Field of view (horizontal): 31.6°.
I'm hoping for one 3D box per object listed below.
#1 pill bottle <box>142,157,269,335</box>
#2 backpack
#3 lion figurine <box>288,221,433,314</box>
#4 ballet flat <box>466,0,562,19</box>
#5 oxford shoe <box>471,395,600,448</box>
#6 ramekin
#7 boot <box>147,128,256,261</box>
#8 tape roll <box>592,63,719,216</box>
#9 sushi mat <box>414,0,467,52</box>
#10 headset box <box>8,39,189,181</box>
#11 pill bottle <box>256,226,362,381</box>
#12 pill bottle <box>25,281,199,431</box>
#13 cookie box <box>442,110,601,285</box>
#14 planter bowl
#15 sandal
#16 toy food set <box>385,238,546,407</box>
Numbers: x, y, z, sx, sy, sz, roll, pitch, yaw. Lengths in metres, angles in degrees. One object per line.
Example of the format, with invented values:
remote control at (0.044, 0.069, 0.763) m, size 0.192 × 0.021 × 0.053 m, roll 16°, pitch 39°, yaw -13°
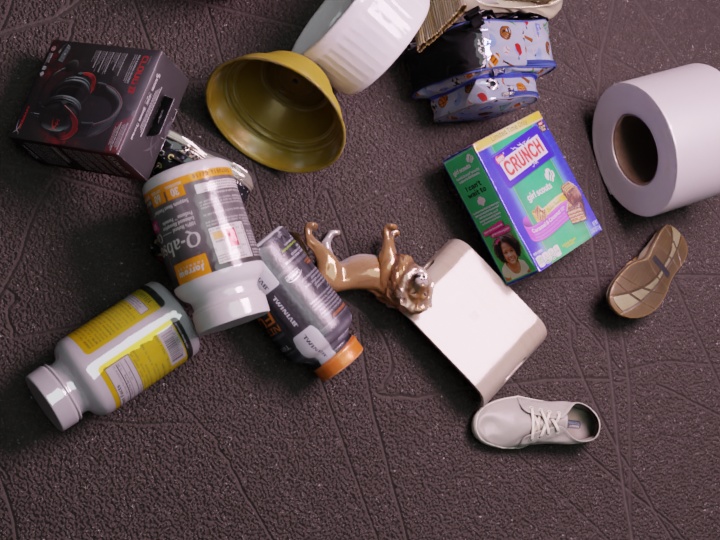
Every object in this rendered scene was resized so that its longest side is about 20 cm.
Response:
pill bottle at (-0.188, -0.029, 1.574) m, size 0.116 × 0.116 × 0.201 m, roll -17°, pitch 84°, yaw -22°
backpack at (0.181, -0.293, 1.802) m, size 0.190 × 0.200 × 0.155 m, roll -18°, pitch 98°, yaw -32°
lion figurine at (0.000, 0.000, 1.733) m, size 0.199 × 0.072 × 0.123 m, roll 0°, pitch 78°, yaw 2°
ballet flat at (0.216, -0.418, 1.897) m, size 0.199 × 0.069 × 0.070 m, roll 1°, pitch 80°, yaw -20°
oxford shoe at (0.253, 0.215, 1.799) m, size 0.199 × 0.058 × 0.076 m, roll 3°, pitch 81°, yaw -18°
ramekin at (0.003, -0.335, 1.737) m, size 0.098 × 0.200 × 0.201 m, roll 39°, pitch 70°, yaw -17°
boot at (-0.253, -0.097, 1.663) m, size 0.203 × 0.073 × 0.154 m, roll 25°, pitch 76°, yaw -13°
tape roll at (0.456, -0.193, 1.871) m, size 0.139 × 0.203 × 0.203 m, roll -17°, pitch 86°, yaw -21°
sushi mat at (0.102, -0.390, 1.782) m, size 0.012 × 0.096 × 0.200 m, roll 33°, pitch 31°, yaw -30°
headset box at (-0.319, -0.202, 1.594) m, size 0.199 × 0.075 × 0.149 m, roll 11°, pitch 72°, yaw 28°
pill bottle at (-0.083, 0.049, 1.679) m, size 0.106 × 0.106 × 0.200 m, roll -40°, pitch 95°, yaw -22°
pill bottle at (-0.309, 0.110, 1.582) m, size 0.200 × 0.111 × 0.111 m, roll -34°, pitch 93°, yaw -23°
cookie box at (0.232, -0.106, 1.815) m, size 0.171 × 0.075 × 0.200 m, roll -30°, pitch 91°, yaw -42°
planter bowl at (-0.099, -0.229, 1.691) m, size 0.200 × 0.200 × 0.084 m, roll 34°, pitch 52°, yaw -11°
sandal at (0.424, 0.006, 1.907) m, size 0.080 × 0.054 × 0.200 m, roll 52°, pitch 53°, yaw -11°
toy food set at (0.150, 0.072, 1.794) m, size 0.200 × 0.060 × 0.143 m, roll 46°, pitch 69°, yaw 2°
